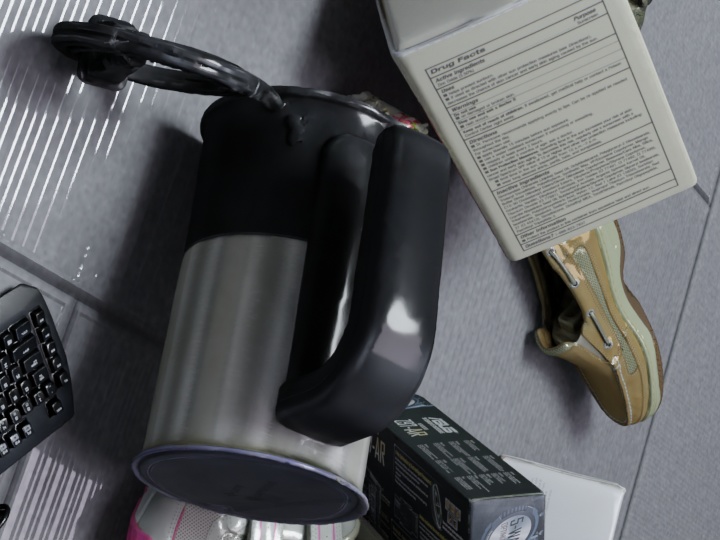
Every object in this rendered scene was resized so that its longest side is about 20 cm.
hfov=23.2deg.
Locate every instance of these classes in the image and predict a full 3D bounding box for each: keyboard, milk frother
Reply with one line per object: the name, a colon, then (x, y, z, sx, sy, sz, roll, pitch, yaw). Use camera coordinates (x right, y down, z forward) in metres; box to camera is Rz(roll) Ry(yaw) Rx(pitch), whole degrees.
keyboard: (-0.187, 0.095, 0.764, 0.200, 0.039, 0.105, -40, 127, -43)
milk frother: (-0.069, -0.002, 0.827, 0.198, 0.181, 0.190, 14, 66, -12)

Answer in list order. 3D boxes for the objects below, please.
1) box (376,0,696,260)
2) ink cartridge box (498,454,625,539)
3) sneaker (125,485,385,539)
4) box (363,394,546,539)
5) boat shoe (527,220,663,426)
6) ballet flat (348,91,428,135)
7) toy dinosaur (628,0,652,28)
box: (0.100, -0.121, 1.020, 0.200, 0.127, 0.110, 56, 15, -47)
ink cartridge box: (0.099, 0.231, 1.140, 0.176, 0.083, 0.202, 89, 16, -80)
sneaker: (-0.046, 0.149, 0.935, 0.199, 0.088, 0.082, 11, 88, -55)
box: (0.044, 0.172, 0.987, 0.043, 0.200, 0.162, -3, 101, -17)
boat shoe: (0.153, 0.037, 1.229, 0.076, 0.071, 0.201, -38, 121, -27)
ballet flat: (0.000, 0.000, 0.992, 0.075, 0.064, 0.202, -1, 98, -54)
toy dinosaur: (0.161, -0.164, 1.208, 0.201, 0.047, 0.088, -59, 146, -24)
